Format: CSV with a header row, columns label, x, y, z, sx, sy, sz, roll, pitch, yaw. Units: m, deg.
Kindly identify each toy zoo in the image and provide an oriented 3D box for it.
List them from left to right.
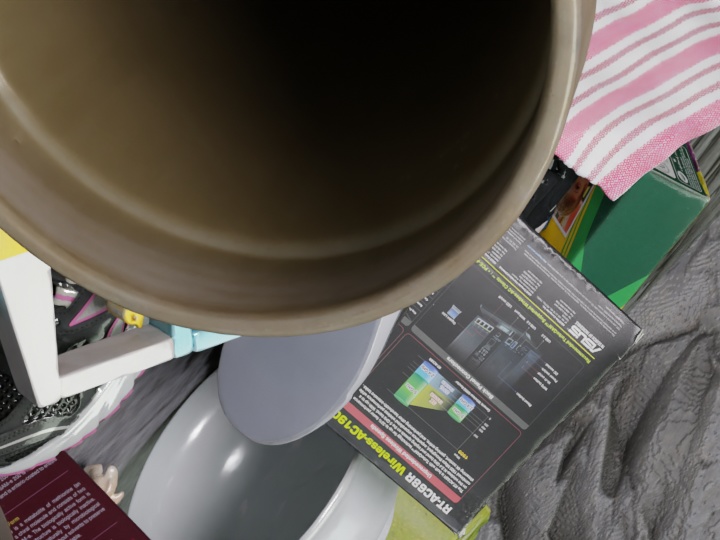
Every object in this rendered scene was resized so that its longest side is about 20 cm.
label,x,y,z,sx,sy,sz,roll,pitch,yaw
toy zoo,-0.073,-0.028,0.665,0.200,0.020,0.132,-19,121,-35

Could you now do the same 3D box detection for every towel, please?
label,x,y,z,sx,sy,sz,roll,pitch,yaw
towel,0.136,-0.109,0.913,0.146,0.030,0.200,-31,144,30

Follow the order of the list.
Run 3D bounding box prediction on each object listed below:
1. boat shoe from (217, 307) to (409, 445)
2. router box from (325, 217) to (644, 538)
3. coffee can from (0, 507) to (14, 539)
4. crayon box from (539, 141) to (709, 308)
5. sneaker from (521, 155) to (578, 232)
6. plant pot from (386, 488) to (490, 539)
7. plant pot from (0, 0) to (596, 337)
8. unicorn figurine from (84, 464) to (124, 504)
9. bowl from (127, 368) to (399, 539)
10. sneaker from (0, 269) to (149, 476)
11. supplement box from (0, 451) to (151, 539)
label,x,y,z,sx,sy,sz,roll,pitch,yaw
boat shoe,0.000,0.000,0.829,0.066,0.070,0.200,-25,148,-58
router box,0.027,0.020,0.917,0.150,0.200,0.062,-47,-168,4
coffee can,-0.228,0.121,0.543,0.200,0.146,0.147,-35,163,-39
crayon box,0.141,-0.053,1.155,0.173,0.058,0.200,-54,-155,30
sneaker,0.082,-0.056,1.016,0.112,0.073,0.200,-59,171,31
plant pot,-0.014,0.157,1.241,0.200,0.184,0.200,-44,166,-14
plant pot,-0.017,-0.108,0.501,0.200,0.200,0.174,-56,180,34
unicorn figurine,-0.206,0.197,1.032,0.137,0.074,0.200,-34,146,-42
bowl,-0.043,0.138,1.057,0.201,0.090,0.201,-30,-144,24
sneaker,-0.115,-0.012,0.709,0.200,0.080,0.086,-54,156,-5
supplement box,-0.144,0.175,0.843,0.109,0.200,0.061,-34,163,-43
